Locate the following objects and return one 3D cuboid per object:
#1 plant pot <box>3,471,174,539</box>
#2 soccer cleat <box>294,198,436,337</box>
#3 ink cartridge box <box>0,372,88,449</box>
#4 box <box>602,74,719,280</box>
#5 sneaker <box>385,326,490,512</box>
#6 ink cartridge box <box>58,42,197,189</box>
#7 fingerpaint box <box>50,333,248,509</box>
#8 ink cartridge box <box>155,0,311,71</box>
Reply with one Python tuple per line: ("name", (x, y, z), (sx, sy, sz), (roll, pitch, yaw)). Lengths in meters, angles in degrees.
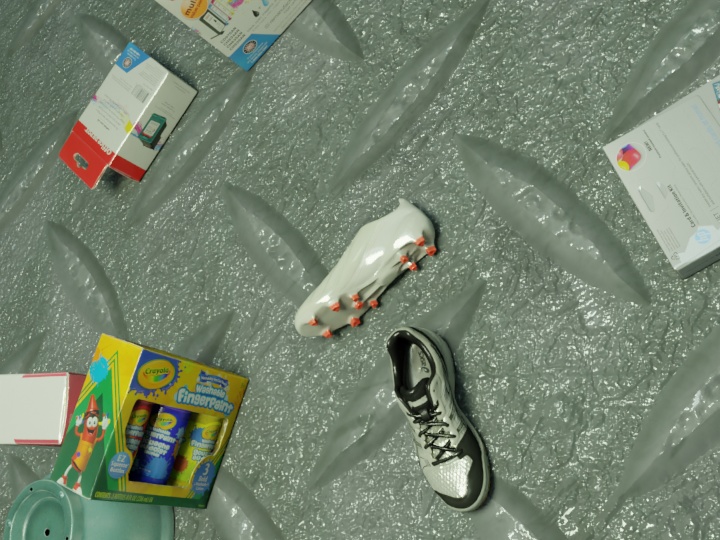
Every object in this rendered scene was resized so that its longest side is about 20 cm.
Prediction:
("plant pot", (-0.347, 0.322, 1.100), (0.198, 0.134, 0.204), (-10, 69, 27))
("soccer cleat", (0.000, 0.000, 1.040), (0.199, 0.069, 0.078), (-39, 53, 6))
("ink cartridge box", (-0.337, 0.178, 1.102), (0.145, 0.199, 0.084), (-6, 74, 29))
("box", (0.360, -0.109, 0.868), (0.199, 0.041, 0.157), (-32, 60, 18))
("sneaker", (0.070, 0.152, 0.931), (0.075, 0.087, 0.202), (-28, 63, 18))
("ink cartridge box", (-0.343, -0.215, 1.312), (0.116, 0.067, 0.201), (38, 95, 35))
("fingerpaint box", (-0.235, 0.180, 1.039), (0.073, 0.199, 0.169), (14, 81, 32))
("ink cartridge box", (-0.194, -0.403, 1.203), (0.147, 0.199, 0.145), (-44, 57, 12))
